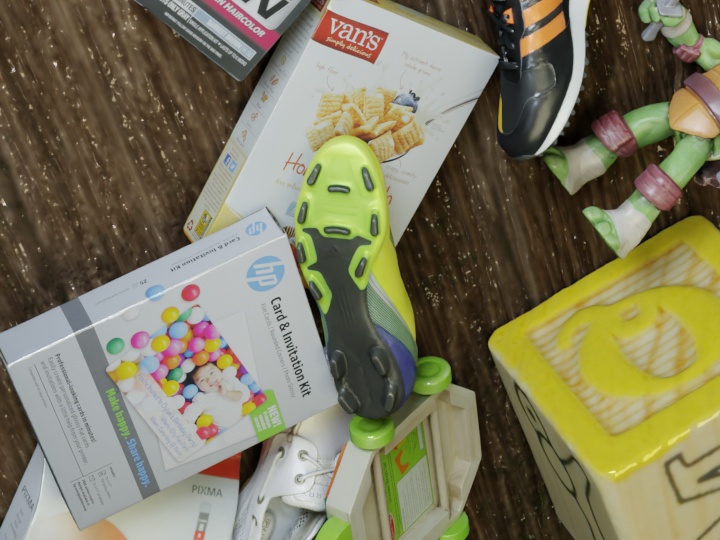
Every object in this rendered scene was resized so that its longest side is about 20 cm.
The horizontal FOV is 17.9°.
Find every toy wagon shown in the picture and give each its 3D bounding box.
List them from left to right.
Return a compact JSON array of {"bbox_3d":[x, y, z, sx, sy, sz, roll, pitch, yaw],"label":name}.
[{"bbox_3d":[0.020,0.161,1.634,0.200,0.039,0.156,-40,135,-37],"label":"toy wagon"}]

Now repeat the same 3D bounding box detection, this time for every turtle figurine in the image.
[{"bbox_3d":[0.217,-0.112,1.555,0.193,0.200,0.144,-38,94,5],"label":"turtle figurine"}]

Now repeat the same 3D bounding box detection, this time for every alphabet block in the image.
[{"bbox_3d":[0.237,0.119,1.674,0.195,0.195,0.201,-31,129,-8],"label":"alphabet block"}]

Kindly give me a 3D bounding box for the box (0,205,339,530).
[{"bbox_3d":[-0.125,0.066,1.510,0.199,0.041,0.157,-26,130,-11],"label":"box"}]

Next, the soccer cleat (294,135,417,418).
[{"bbox_3d":[-0.001,0.000,1.524,0.064,0.084,0.202,-2,113,16],"label":"soccer cleat"}]

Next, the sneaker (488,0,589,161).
[{"bbox_3d":[0.103,-0.176,1.485,0.089,0.070,0.202,13,92,-26],"label":"sneaker"}]

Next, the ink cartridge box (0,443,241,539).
[{"bbox_3d":[-0.155,0.157,1.596,0.161,0.050,0.201,13,116,-32],"label":"ink cartridge box"}]

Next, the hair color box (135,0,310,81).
[{"bbox_3d":[-0.051,-0.227,1.400,0.099,0.061,0.200,35,100,-37],"label":"hair color box"}]

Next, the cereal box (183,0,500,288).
[{"bbox_3d":[-0.013,-0.084,1.520,0.143,0.040,0.201,16,111,-34],"label":"cereal box"}]

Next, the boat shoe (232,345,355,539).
[{"bbox_3d":[-0.038,0.149,1.634,0.070,0.069,0.201,13,112,-29],"label":"boat shoe"}]
